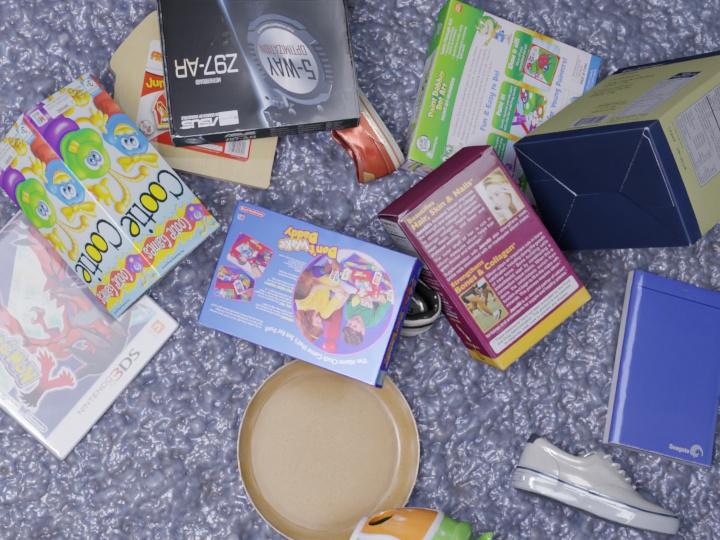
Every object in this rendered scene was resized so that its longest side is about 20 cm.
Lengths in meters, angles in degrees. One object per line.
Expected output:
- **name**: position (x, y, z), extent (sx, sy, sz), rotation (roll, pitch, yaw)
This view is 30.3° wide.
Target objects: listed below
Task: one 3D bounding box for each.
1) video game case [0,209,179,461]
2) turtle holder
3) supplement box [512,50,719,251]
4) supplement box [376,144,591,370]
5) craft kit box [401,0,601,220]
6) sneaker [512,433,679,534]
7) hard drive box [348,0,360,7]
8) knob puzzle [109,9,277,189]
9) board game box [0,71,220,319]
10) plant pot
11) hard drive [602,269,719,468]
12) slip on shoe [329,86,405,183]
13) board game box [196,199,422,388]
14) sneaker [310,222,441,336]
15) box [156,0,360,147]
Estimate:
- **video game case**: position (-0.313, 0.056, 1.336), extent (0.200, 0.023, 0.183), rotation (42, 72, -6)
- **turtle holder**: position (0.046, 0.322, 1.346), extent (0.130, 0.187, 0.141), rotation (20, 47, 12)
- **supplement box**: position (0.314, -0.129, 1.434), extent (0.199, 0.199, 0.135), rotation (-35, 110, -31)
- **supplement box**: position (0.130, -0.014, 1.420), extent (0.130, 0.103, 0.201), rotation (-36, 101, -8)
- **craft kit box**: position (0.160, -0.180, 1.511), extent (0.196, 0.048, 0.202), rotation (20, 76, -16)
- **sneaker**: position (0.265, 0.235, 1.457), extent (0.198, 0.073, 0.072), rotation (21, 79, -12)
- **hard drive box**: position (-0.051, -0.414, 1.467), extent (0.154, 0.077, 0.203), rotation (12, 78, -14)
- **knob puzzle**: position (-0.170, -0.199, 1.419), extent (0.217, 0.030, 0.223), rotation (3, 80, -16)
- **board game box**: position (-0.256, -0.073, 1.316), extent (0.200, 0.105, 0.103), rotation (49, 45, -4)
- **plant pot**: position (-0.035, 0.189, 1.398), extent (0.197, 0.027, 0.203), rotation (3, 80, -16)
- **hard drive**: position (0.355, 0.113, 1.530), extent (0.130, 0.025, 0.202), rotation (15, 77, -14)
- **slip on shoe**: position (-0.031, -0.181, 1.440), extent (0.061, 0.074, 0.201), rotation (-36, 93, -4)
- **board game box**: position (-0.052, 0.024, 1.357), extent (0.198, 0.045, 0.136), rotation (19, 86, 13)
- **sneaker**: position (0.000, 0.000, 1.408), extent (0.198, 0.088, 0.076), rotation (26, 76, -10)
- **box**: position (-0.106, -0.220, 1.379), extent (0.197, 0.044, 0.162), rotation (-6, 82, -3)
